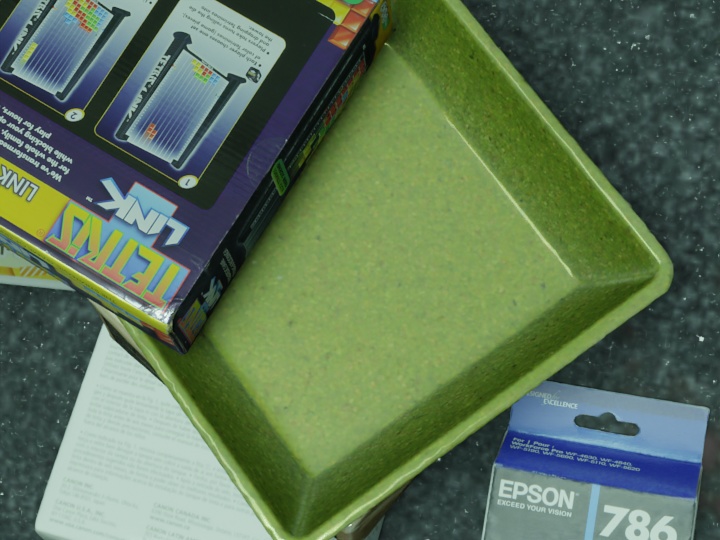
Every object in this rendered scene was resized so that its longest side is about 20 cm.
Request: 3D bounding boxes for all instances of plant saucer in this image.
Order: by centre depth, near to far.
[{"bbox_3d":[-0.004,-0.012,0.691,0.200,0.048,0.200,-35,76,-7],"label":"plant saucer"}]

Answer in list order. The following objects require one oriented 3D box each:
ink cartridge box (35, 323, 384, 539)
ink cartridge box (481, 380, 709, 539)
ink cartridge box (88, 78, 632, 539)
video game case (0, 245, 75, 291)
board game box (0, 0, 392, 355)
[{"bbox_3d":[-0.055,0.060,0.808,0.160,0.047,0.200,14,73,13],"label":"ink cartridge box"},{"bbox_3d":[0.103,0.156,0.763,0.099,0.039,0.201,7,88,13],"label":"ink cartridge box"},{"bbox_3d":[0.000,0.000,0.751,0.165,0.075,0.200,40,80,10],"label":"ink cartridge box"},{"bbox_3d":[-0.193,-0.082,0.752,0.199,0.023,0.182,6,113,-7],"label":"video game case"},{"bbox_3d":[-0.113,-0.088,0.662,0.200,0.057,0.166,31,79,8],"label":"board game box"}]
